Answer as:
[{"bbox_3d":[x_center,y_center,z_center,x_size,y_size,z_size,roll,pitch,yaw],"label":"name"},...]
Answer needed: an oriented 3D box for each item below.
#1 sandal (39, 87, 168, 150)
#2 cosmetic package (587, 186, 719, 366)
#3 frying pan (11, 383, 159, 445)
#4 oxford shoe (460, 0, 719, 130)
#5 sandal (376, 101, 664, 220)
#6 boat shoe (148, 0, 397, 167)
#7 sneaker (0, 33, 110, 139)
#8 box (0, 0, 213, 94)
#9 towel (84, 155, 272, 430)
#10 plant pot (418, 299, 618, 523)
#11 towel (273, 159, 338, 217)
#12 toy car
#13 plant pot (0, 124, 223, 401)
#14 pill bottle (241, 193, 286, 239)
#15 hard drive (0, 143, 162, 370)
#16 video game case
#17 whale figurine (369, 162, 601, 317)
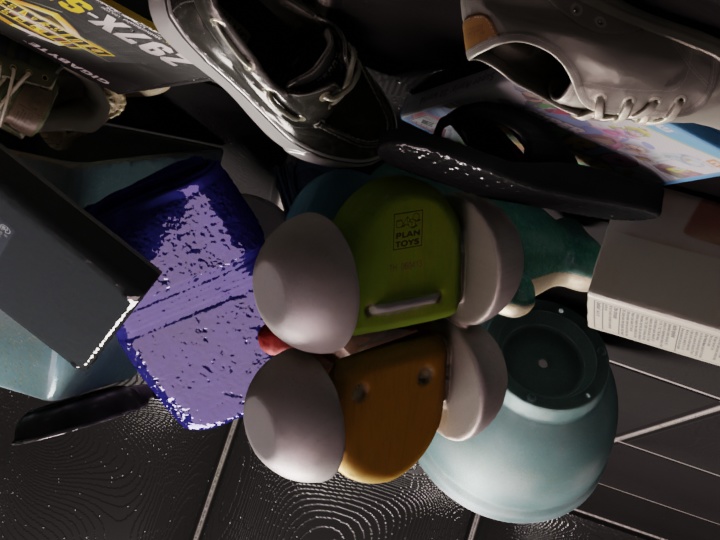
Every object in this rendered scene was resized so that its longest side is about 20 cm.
[{"bbox_3d":[-0.223,-0.123,1.224,0.211,0.070,0.077,8,164,43],"label":"sandal"},{"bbox_3d":[0.255,0.016,1.074,0.199,0.088,0.103,17,168,11],"label":"cosmetic package"},{"bbox_3d":[-0.192,0.107,1.312,0.189,0.031,0.115,-16,-179,8],"label":"frying pan"},{"bbox_3d":[0.133,-0.097,0.816,0.199,0.058,0.075,20,166,-17],"label":"oxford shoe"},{"bbox_3d":[0.094,-0.068,0.974,0.199,0.048,0.075,11,173,-32],"label":"sandal"},{"bbox_3d":[-0.036,-0.116,0.959,0.063,0.071,0.200,8,163,45],"label":"boat shoe"},{"bbox_3d":[-0.239,-0.129,1.075,0.090,0.067,0.200,44,-162,20],"label":"sneaker"},{"bbox_3d":[-0.185,-0.173,0.987,0.199,0.050,0.159,26,165,-33],"label":"box"},{"bbox_3d":[-0.117,0.018,1.193,0.147,0.050,0.201,-21,119,19],"label":"towel"},{"bbox_3d":[0.153,0.111,1.497,0.199,0.201,0.135,19,142,-2],"label":"plant pot"},{"bbox_3d":[0.000,0.000,1.219,0.111,0.049,0.201,26,-152,-35],"label":"towel"},{"bbox_3d":[-0.002,0.026,1.030,0.174,0.201,0.150,-11,-151,-31],"label":"toy car"},{"bbox_3d":[-0.248,-0.010,1.312,0.195,0.202,0.195,13,-166,27],"label":"plant pot"},{"bbox_3d":[-0.083,0.024,1.337,0.112,0.113,0.200,15,163,15],"label":"pill bottle"},{"bbox_3d":[-0.244,-0.023,1.136,0.200,0.033,0.140,39,143,-5],"label":"hard drive"},{"bbox_3d":[0.127,-0.084,0.983,0.142,0.018,0.200,24,167,-21],"label":"video game case"},{"bbox_3d":[0.088,-0.029,1.146,0.199,0.104,0.159,2,-152,-21],"label":"whale figurine"}]
